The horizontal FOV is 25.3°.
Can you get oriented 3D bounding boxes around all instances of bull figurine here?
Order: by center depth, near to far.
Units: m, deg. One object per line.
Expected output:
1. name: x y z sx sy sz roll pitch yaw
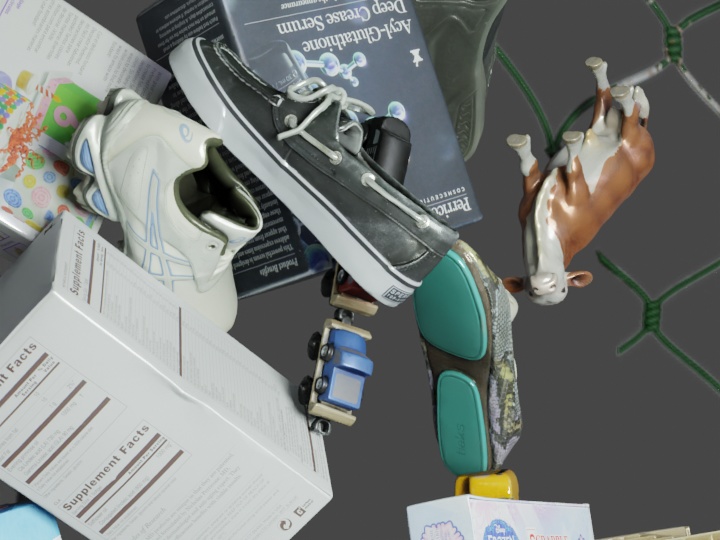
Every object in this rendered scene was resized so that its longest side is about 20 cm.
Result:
1. bull figurine: 0.160 -0.065 1.190 0.200 0.065 0.122 -49 141 -39

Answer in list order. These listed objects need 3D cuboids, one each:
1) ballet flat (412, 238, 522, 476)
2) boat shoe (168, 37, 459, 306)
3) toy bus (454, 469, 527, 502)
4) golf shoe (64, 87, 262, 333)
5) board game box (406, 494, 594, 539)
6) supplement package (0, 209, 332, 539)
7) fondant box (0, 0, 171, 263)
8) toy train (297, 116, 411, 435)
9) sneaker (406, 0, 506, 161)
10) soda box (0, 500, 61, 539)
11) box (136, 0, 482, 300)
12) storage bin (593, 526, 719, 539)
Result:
1. ballet flat: 0.076 0.049 1.081 0.072 0.072 0.201 -35 133 -35
2. boat shoe: -0.026 -0.072 0.912 0.199 0.068 0.074 48 15 18
3. toy bus: 0.078 0.234 1.053 0.065 0.078 0.200 20 64 -79
4. golf shoe: -0.099 -0.016 0.950 0.078 0.097 0.200 -60 148 -30
5. board game box: 0.097 0.232 0.920 0.200 0.041 0.200 20 60 -62
6. supplement package: -0.129 0.081 0.916 0.200 0.114 0.110 39 105 -21
7. fondant box: -0.229 -0.106 0.945 0.200 0.058 0.144 33 64 -24
8. toy train: 0.000 0.000 0.956 0.034 0.046 0.200 21 71 -31
9. sneaker: 0.065 -0.183 1.111 0.076 0.114 0.200 5 119 -2
10. soda box: -0.188 0.233 0.894 0.068 0.064 0.200 -14 88 -36
11. box: -0.034 -0.099 1.048 0.148 0.107 0.200 -19 91 -36
12. storage bin: 0.204 0.290 1.135 0.198 0.094 0.200 -1 81 -34
